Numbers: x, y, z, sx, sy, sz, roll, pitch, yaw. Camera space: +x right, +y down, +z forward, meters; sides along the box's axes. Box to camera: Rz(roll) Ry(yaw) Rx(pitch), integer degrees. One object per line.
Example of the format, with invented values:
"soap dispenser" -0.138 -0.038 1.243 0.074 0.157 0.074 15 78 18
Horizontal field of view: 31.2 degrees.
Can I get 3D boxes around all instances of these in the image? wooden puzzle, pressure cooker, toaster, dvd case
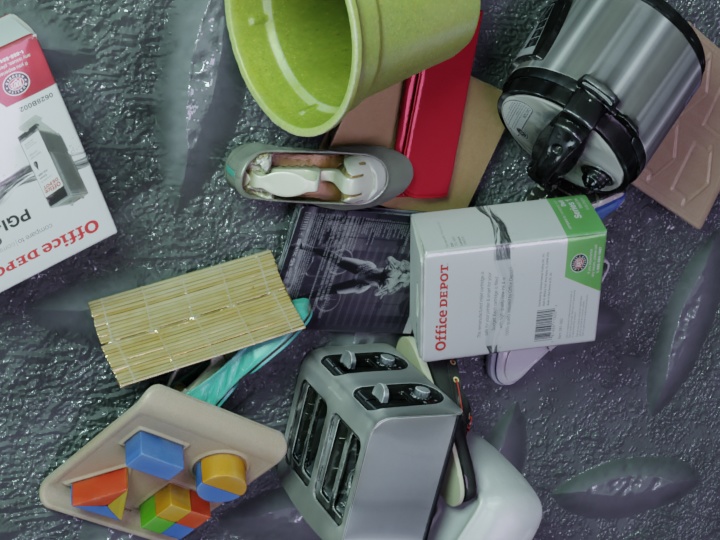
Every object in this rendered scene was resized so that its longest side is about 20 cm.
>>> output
"wooden puzzle" -0.199 0.213 1.315 0.184 0.047 0.200 27 123 -36
"wooden puzzle" 0.380 -0.168 1.508 0.199 0.046 0.187 26 90 -42
"pressure cooker" 0.241 -0.177 1.335 0.201 0.178 0.176 -54 133 -13
"toaster" 0.006 0.196 1.392 0.118 0.181 0.202 5 110 -29
"dvd case" 0.000 0.000 1.381 0.198 0.016 0.150 3 119 -31

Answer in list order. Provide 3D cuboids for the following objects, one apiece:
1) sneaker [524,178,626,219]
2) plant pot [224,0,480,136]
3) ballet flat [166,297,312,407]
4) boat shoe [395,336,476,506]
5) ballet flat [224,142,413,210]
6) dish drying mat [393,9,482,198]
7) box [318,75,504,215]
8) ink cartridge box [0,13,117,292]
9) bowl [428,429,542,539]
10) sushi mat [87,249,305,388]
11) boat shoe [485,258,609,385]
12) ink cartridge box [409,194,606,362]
"sneaker" 0.216 -0.045 1.474 0.199 0.079 0.090 -29 132 -6
"plant pot" 0.003 -0.244 1.188 0.183 0.200 0.202 -21 123 -35
"ballet flat" -0.138 0.087 1.316 0.200 0.067 0.070 -45 110 1
"boat shoe" 0.096 0.161 1.424 0.062 0.203 0.074 -1 147 -24
"ballet flat" -0.035 -0.089 1.276 0.198 0.064 0.068 1 109 -18
"dish drying mat" 0.077 -0.171 1.328 0.076 0.018 0.202 -3 114 -31
"box" 0.058 -0.141 1.357 0.199 0.021 0.165 18 103 -36
"ink cartridge box" -0.316 -0.095 1.115 0.146 0.083 0.202 -29 124 -17
"bowl" 0.087 0.282 1.461 0.074 0.199 0.201 31 96 -45
"sushi mat" -0.162 0.045 1.273 0.198 0.096 0.012 -17 160 -20
"boat shoe" 0.219 0.055 1.520 0.073 0.067 0.201 23 99 -36
"ink cartridge box" 0.152 0.008 1.378 0.198 0.085 0.147 -6 125 -7
